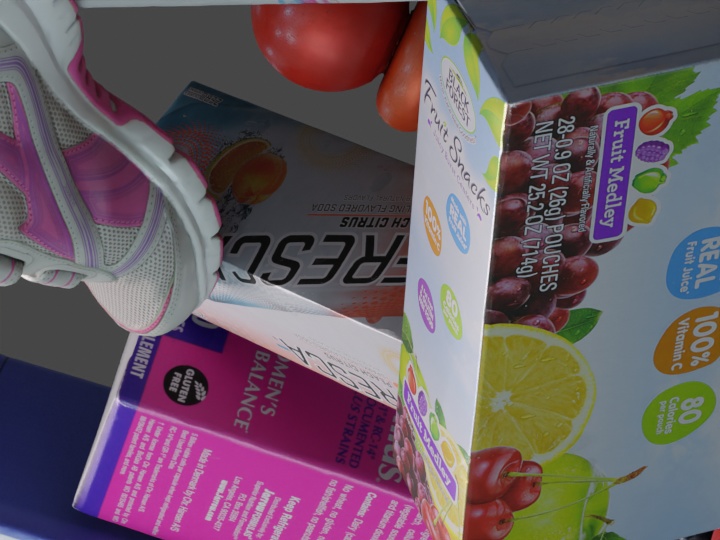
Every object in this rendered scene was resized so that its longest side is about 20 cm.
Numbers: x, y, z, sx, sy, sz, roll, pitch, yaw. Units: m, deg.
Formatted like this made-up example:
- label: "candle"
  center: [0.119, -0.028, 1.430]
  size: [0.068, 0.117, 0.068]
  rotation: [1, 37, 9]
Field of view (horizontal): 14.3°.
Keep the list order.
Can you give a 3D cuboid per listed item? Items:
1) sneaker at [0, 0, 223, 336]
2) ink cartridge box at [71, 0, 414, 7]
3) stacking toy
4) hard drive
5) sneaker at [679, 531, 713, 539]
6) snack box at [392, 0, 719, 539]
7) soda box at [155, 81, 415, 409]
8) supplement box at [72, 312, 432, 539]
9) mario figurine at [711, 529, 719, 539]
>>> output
- label: "sneaker"
  center: [-0.118, -0.034, 0.941]
  size: [0.081, 0.088, 0.200]
  rotation: [29, 162, 41]
- label: "ink cartridge box"
  center: [-0.013, -0.152, 0.831]
  size: [0.200, 0.088, 0.145]
  rotation: [3, 146, 23]
- label: "stacking toy"
  center: [0.058, -0.059, 0.958]
  size: [0.200, 0.085, 0.085]
  rotation: [26, 147, -2]
- label: "hard drive"
  center: [-0.086, 0.096, 1.199]
  size: [0.200, 0.132, 0.025]
  rotation: [17, 116, 0]
- label: "sneaker"
  center: [0.155, 0.077, 1.075]
  size: [0.079, 0.096, 0.200]
  rotation: [29, 161, 51]
- label: "snack box"
  center: [0.102, -0.009, 0.850]
  size: [0.168, 0.068, 0.200]
  rotation: [-12, 137, -16]
- label: "soda box"
  center: [0.000, 0.000, 1.001]
  size: [0.200, 0.064, 0.068]
  rotation: [22, 157, 43]
- label: "supplement box"
  center: [0.002, 0.064, 1.131]
  size: [0.200, 0.101, 0.103]
  rotation: [19, 146, -5]
- label: "mario figurine"
  center: [0.210, 0.091, 0.991]
  size: [0.200, 0.123, 0.106]
  rotation: [-20, 139, -25]
